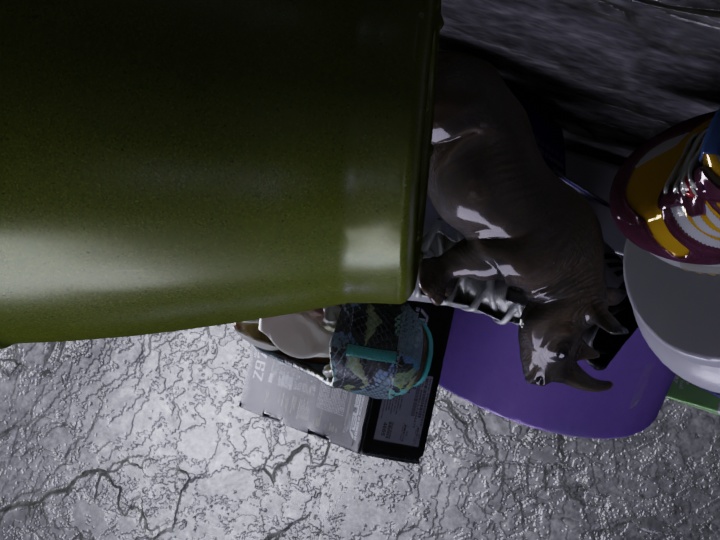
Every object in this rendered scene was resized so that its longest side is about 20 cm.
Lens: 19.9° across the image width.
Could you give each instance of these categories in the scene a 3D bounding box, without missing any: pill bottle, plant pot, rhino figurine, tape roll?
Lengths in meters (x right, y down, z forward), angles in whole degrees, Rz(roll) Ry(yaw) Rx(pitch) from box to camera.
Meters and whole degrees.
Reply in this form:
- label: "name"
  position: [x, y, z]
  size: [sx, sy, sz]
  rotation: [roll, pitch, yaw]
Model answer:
- label: "pill bottle"
  position: [0.200, 0.010, 1.044]
  size: [0.115, 0.117, 0.200]
  rotation: [16, 178, 22]
- label: "plant pot"
  position: [-0.068, -0.061, 0.760]
  size: [0.191, 0.203, 0.200]
  rotation: [5, 177, 3]
- label: "rhino figurine"
  position: [0.068, -0.018, 0.983]
  size: [0.201, 0.087, 0.060]
  rotation: [54, -165, -17]
- label: "tape roll"
  position: [0.109, 0.014, 1.268]
  size: [0.198, 0.086, 0.200]
  rotation: [18, -156, -8]

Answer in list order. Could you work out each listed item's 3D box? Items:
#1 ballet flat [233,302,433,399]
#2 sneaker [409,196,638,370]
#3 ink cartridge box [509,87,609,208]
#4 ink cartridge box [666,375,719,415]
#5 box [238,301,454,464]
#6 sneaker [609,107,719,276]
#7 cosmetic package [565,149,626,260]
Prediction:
- label: "ballet flat"
  position: [-0.034, 0.024, 1.145]
  size: [0.074, 0.075, 0.200]
  rotation: [18, 178, -29]
- label: "sneaker"
  position: [0.071, -0.004, 1.053]
  size: [0.199, 0.076, 0.115]
  rotation: [7, -164, -36]
- label: "ink cartridge box"
  position: [0.034, -0.082, 1.076]
  size: [0.198, 0.040, 0.099]
  rotation: [18, 178, 24]
- label: "ink cartridge box"
  position: [0.305, 0.054, 1.295]
  size: [0.198, 0.118, 0.067]
  rotation: [17, 179, 23]
- label: "box"
  position: [0.000, 0.000, 1.210]
  size: [0.043, 0.202, 0.160]
  rotation: [12, 179, -29]
- label: "sneaker"
  position: [0.155, -0.044, 0.814]
  size: [0.090, 0.076, 0.199]
  rotation: [28, 166, -32]
- label: "cosmetic package"
  position: [0.184, -0.023, 1.196]
  size: [0.198, 0.051, 0.083]
  rotation: [17, 178, -2]
